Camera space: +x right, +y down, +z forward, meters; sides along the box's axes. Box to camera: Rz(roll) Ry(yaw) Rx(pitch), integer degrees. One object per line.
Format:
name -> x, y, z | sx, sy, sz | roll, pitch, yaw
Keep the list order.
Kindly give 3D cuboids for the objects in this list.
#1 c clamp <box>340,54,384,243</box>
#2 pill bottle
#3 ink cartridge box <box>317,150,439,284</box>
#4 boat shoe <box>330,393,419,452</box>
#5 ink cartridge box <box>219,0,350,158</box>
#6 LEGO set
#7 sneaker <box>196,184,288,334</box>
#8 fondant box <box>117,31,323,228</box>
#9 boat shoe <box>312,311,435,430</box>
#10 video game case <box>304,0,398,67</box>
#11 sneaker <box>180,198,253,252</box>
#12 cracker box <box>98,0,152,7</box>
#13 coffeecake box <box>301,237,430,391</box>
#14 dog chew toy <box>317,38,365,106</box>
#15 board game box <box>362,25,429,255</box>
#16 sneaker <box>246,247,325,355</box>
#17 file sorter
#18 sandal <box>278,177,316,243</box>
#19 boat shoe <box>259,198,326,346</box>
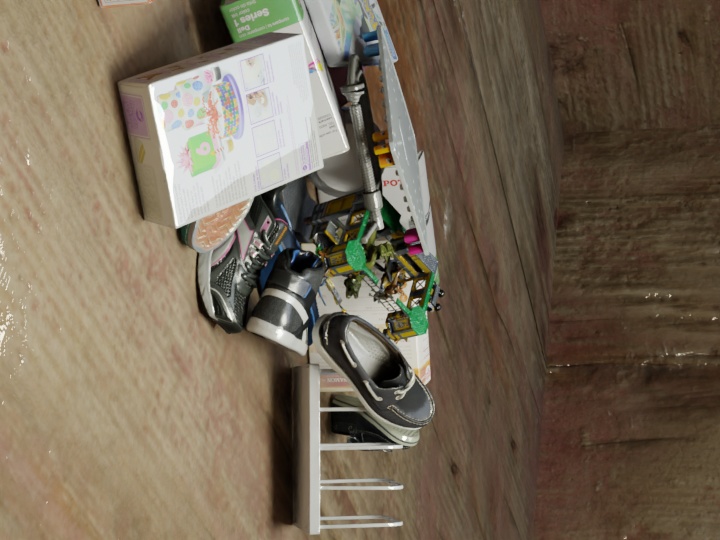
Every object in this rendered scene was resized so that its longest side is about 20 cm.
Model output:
c clamp -> 0.007, -0.144, 1.592 | 0.171, 0.027, 0.202 | -51, 132, -76
pill bottle -> -0.022, -0.150, 1.779 | 0.200, 0.108, 0.110 | -107, -168, -81
ink cartridge box -> 0.026, -0.061, 1.961 | 0.084, 0.145, 0.202 | -57, 143, -65
boat shoe -> 0.017, 0.216, 1.892 | 0.074, 0.200, 0.063 | 16, 89, -29
ink cartridge box -> -0.084, -0.233, 1.589 | 0.145, 0.083, 0.201 | -98, 168, -68
LEGO set -> 0.000, 0.000, 1.712 | 0.200, 0.115, 0.155 | 38, 50, -38
sneaker -> -0.124, -0.033, 1.545 | 0.080, 0.086, 0.202 | 38, 52, -67
fondant box -> -0.135, -0.144, 1.404 | 0.199, 0.058, 0.146 | -26, 117, -38
boat shoe -> 0.028, 0.119, 1.648 | 0.200, 0.060, 0.074 | 48, 59, -25
video game case -> -0.028, -0.342, 1.687 | 0.182, 0.022, 0.202 | -20, 90, -65
sneaker -> -0.152, -0.118, 1.496 | 0.071, 0.079, 0.202 | 30, 79, -53
cracker box -> -0.222, -0.363, 1.295 | 0.134, 0.057, 0.201 | -71, 154, -50
coffeecake box -> 0.008, 0.056, 1.872 | 0.073, 0.152, 0.202 | -27, 115, -73
dog chew toy -> -0.063, -0.301, 1.744 | 0.124, 0.123, 0.202 | 14, 66, -73
board game box -> 0.042, -0.150, 1.657 | 0.201, 0.026, 0.201 | 69, 12, -50
sneaker -> -0.075, 0.033, 1.612 | 0.200, 0.073, 0.113 | 105, 10, -86
file sorter -> -0.015, 0.219, 1.742 | 0.139, 0.123, 0.202 | 152, -61, -78
sandal -> -0.091, -0.079, 1.762 | 0.200, 0.042, 0.077 | 70, 29, -71
boat shoe -> -0.080, 0.001, 1.694 | 0.069, 0.083, 0.201 | -58, 147, -44
